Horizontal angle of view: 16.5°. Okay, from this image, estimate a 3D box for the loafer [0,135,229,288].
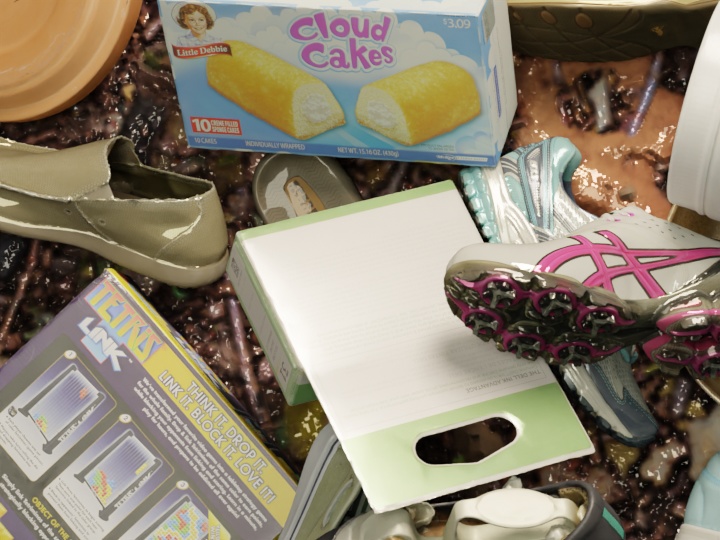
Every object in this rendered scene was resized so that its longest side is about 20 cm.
[{"bbox_3d":[-0.171,-0.053,1.545,0.200,0.076,0.068,18,115,4],"label":"loafer"}]

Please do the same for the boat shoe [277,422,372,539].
[{"bbox_3d":[-0.020,0.184,1.464,0.072,0.062,0.200,7,108,-19],"label":"boat shoe"}]

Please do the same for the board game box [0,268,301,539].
[{"bbox_3d":[-0.146,0.127,1.532,0.165,0.057,0.200,-42,77,2],"label":"board game box"}]

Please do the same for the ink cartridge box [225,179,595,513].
[{"bbox_3d":[0.026,0.049,1.428,0.145,0.048,0.200,-14,61,-23],"label":"ink cartridge box"}]

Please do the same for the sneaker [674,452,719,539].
[{"bbox_3d":[0.259,0.138,1.398,0.200,0.074,0.082,6,80,47],"label":"sneaker"}]

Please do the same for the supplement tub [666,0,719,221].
[{"bbox_3d":[0.285,-0.071,1.393,0.200,0.132,0.132,15,86,13],"label":"supplement tub"}]

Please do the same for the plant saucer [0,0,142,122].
[{"bbox_3d":[-0.230,-0.194,1.575,0.200,0.032,0.201,2,96,25],"label":"plant saucer"}]

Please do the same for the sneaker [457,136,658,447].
[{"bbox_3d":[0.136,0.009,1.479,0.086,0.078,0.200,-28,78,4],"label":"sneaker"}]

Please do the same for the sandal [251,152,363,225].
[{"bbox_3d":[0.000,0.000,1.518,0.082,0.055,0.200,-35,77,6],"label":"sandal"}]

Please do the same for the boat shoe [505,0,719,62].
[{"bbox_3d":[0.165,-0.171,1.503,0.200,0.072,0.068,-3,66,14],"label":"boat shoe"}]

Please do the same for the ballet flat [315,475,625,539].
[{"bbox_3d":[0.046,0.150,1.378,0.200,0.073,0.073,-8,81,9],"label":"ballet flat"}]

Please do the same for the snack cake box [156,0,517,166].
[{"bbox_3d":[-0.012,-0.132,1.496,0.200,0.115,0.067,4,43,17],"label":"snack cake box"}]

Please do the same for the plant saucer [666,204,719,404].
[{"bbox_3d":[0.277,0.003,1.470,0.200,0.035,0.200,-1,83,12],"label":"plant saucer"}]

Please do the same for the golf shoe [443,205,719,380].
[{"bbox_3d":[0.139,0.006,1.419,0.200,0.073,0.092,8,53,-18],"label":"golf shoe"}]
